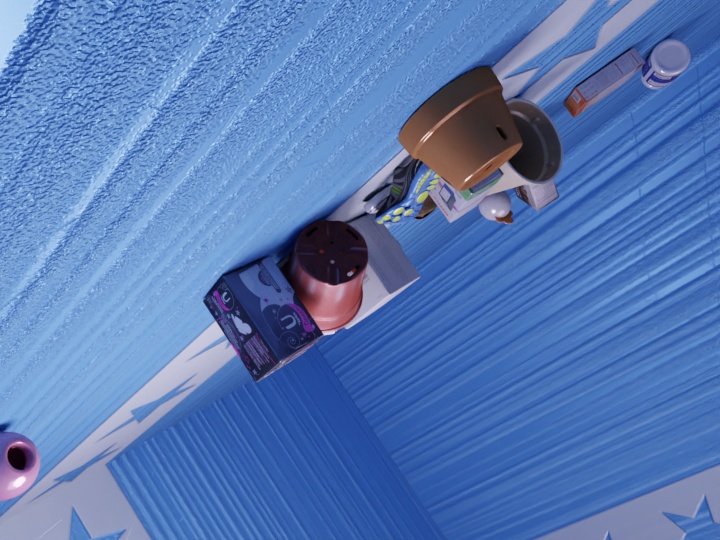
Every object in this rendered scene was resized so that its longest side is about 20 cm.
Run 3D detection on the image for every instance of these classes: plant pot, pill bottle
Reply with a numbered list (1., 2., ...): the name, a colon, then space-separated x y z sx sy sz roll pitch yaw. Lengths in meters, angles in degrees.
1. plant pot: 0.187 -0.233 1.121 0.200 0.140 0.200 -35 173 -5
2. pill bottle: 0.971 -0.656 2.066 0.116 0.116 0.200 -36 174 9
3. plant pot: 0.325 -0.262 1.478 0.200 0.201 0.183 -30 -177 -33
4. plant pot: -0.073 0.003 1.353 0.201 0.201 0.195 -32 165 -25

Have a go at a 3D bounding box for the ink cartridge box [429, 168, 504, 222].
1. ink cartridge box: 0.200 -0.204 1.351 0.087 0.145 0.200 -33 173 -9

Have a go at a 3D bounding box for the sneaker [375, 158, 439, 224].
1. sneaker: 0.096 -0.168 1.337 0.071 0.083 0.200 7 138 -31

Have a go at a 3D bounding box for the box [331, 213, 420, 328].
1. box: 0.000 0.000 1.561 0.131 0.199 0.200 -28 170 -44

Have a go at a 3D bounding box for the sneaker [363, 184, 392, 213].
1. sneaker: 0.081 -0.151 1.456 0.073 0.071 0.200 -40 171 35

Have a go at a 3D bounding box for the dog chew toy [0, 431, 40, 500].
1. dog chew toy: -0.703 0.385 1.211 0.200 0.125 0.125 -29 175 20

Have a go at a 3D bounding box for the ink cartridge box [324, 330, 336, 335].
1. ink cartridge box: -0.153 0.090 1.492 0.200 0.084 0.145 -7 145 -17

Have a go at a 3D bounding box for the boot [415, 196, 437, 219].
1. boot: 0.122 -0.156 1.607 0.200 0.076 0.074 -29 173 -33

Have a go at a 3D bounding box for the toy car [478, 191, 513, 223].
1. toy car: 0.397 -0.223 1.926 0.177 0.200 0.184 -29 171 -41

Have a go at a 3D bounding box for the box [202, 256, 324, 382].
1. box: -0.192 0.094 1.284 0.132 0.200 0.115 -28 172 -44

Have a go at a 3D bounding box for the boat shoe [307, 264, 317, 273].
1. boat shoe: -0.166 0.034 1.556 0.200 0.075 0.062 -31 179 12

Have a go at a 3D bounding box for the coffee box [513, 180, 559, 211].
1. coffee box: 0.476 -0.282 1.818 0.080 0.200 0.113 -34 -143 -3

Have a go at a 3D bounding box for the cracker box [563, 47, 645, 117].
1. cracker box: 0.685 -0.528 1.817 0.200 0.058 0.134 -34 174 0
